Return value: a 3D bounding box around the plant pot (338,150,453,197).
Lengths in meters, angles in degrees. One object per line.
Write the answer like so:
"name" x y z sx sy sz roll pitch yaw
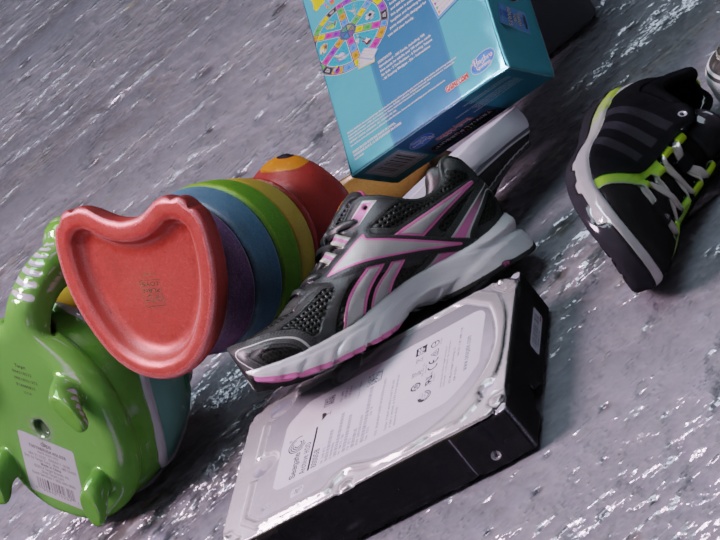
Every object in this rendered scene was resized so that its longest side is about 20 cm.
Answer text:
"plant pot" -0.006 -0.017 1.612 0.200 0.027 0.200 -32 24 16

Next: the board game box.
"board game box" 0.034 -0.181 1.562 0.151 0.047 0.200 -33 63 39

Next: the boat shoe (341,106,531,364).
"boat shoe" 0.042 -0.019 1.502 0.200 0.057 0.069 -45 4 -11

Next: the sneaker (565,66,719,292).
"sneaker" 0.170 -0.066 1.369 0.083 0.072 0.200 -29 25 21

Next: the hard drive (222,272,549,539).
"hard drive" 0.014 0.091 1.368 0.200 0.038 0.140 -30 24 25

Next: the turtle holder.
"turtle holder" -0.185 0.062 1.545 0.141 0.186 0.132 -17 18 48

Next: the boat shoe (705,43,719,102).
"boat shoe" 0.270 -0.144 1.368 0.200 0.064 0.071 -11 36 50

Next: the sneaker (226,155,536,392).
"sneaker" 0.000 0.000 1.430 0.200 0.086 0.080 -30 -2 -22

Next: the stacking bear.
"stacking bear" -0.076 -0.015 1.504 0.121 0.114 0.200 -5 14 36

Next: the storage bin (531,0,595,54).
"storage bin" 0.077 -0.220 1.716 0.146 0.134 0.200 -38 22 5
